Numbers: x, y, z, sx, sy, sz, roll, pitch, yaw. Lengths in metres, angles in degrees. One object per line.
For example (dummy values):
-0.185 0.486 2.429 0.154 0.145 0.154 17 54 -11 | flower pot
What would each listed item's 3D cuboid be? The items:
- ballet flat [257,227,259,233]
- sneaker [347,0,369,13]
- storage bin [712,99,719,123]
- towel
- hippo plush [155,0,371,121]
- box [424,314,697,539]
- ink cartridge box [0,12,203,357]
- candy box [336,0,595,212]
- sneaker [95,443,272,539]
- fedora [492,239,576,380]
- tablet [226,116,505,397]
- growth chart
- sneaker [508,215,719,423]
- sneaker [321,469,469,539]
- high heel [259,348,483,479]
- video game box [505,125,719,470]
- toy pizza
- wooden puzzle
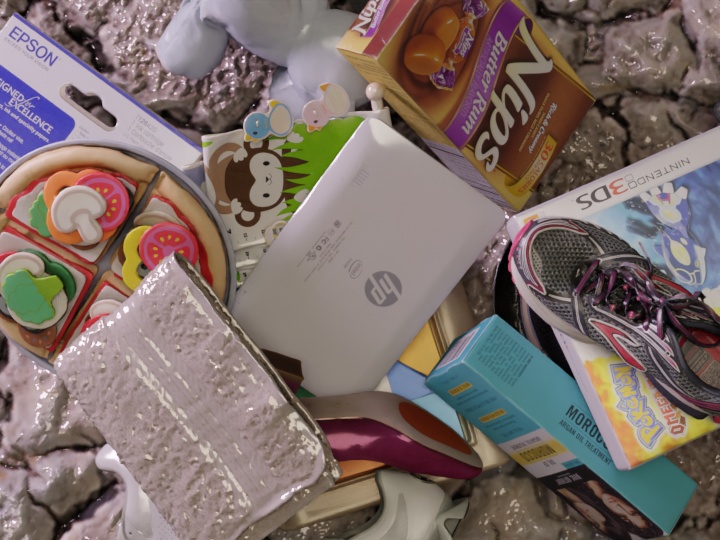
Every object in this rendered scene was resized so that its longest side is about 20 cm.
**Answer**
-0.101 -0.022 1.020 0.200 0.068 0.068 -43 82 -7 | ballet flat
-0.019 -0.280 1.071 0.200 0.070 0.080 38 57 10 | sneaker
0.380 -0.116 1.023 0.134 0.146 0.200 -43 84 21 | storage bin
-0.117 0.103 0.923 0.132 0.034 0.200 -40 86 12 | towel
-0.044 -0.201 1.007 0.161 0.200 0.160 33 64 -14 | hippo plush
0.148 0.122 0.978 0.200 0.082 0.049 40 66 -4 | box
-0.257 -0.068 1.038 0.197 0.047 0.200 36 81 5 | ink cartridge box
0.086 -0.149 0.992 0.200 0.056 0.117 41 80 -40 | candy box
-0.132 0.201 0.991 0.099 0.078 0.200 -32 78 4 | sneaker
0.199 0.030 1.006 0.200 0.092 0.201 0 81 -2 | fedora
0.000 0.000 0.969 0.130 0.014 0.200 35 104 -10 | tablet
-0.061 -0.053 0.966 0.199 0.018 0.145 -20 114 0 | growth chart
0.192 0.026 0.877 0.200 0.075 0.081 33 83 5 | sneaker
-0.001 0.243 0.978 0.088 0.074 0.200 27 78 -1 | sneaker
-0.012 0.135 0.974 0.200 0.067 0.096 25 107 -6 | high heel
0.228 0.017 0.940 0.182 0.047 0.200 -24 83 -3 | video game box
-0.190 0.002 0.953 0.200 0.032 0.201 2 113 5 | toy pizza
0.003 0.089 1.022 0.199 0.037 0.186 -17 82 -4 | wooden puzzle
